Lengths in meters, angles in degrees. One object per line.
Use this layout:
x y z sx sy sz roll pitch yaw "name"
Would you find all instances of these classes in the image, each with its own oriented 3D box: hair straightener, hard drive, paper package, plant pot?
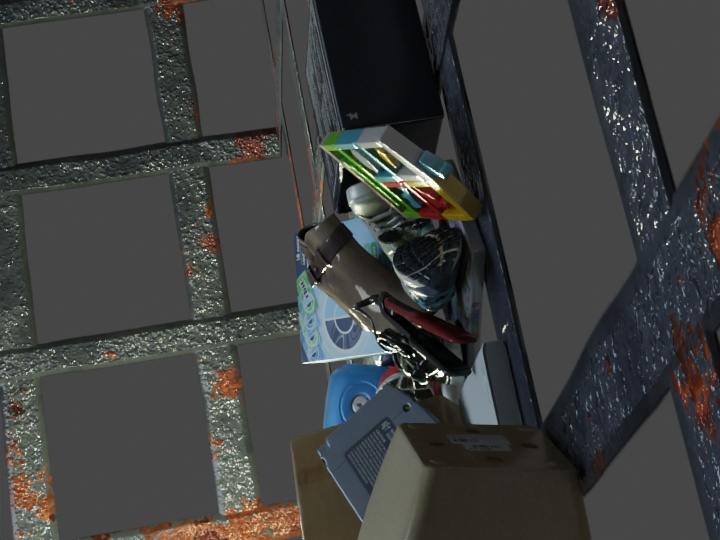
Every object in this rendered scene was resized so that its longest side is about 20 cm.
0.050 0.078 1.613 0.199 0.041 0.078 25 111 50 "hair straightener"
0.136 0.165 1.567 0.200 0.026 0.133 99 161 -71 "hard drive"
0.038 0.257 1.693 0.103 0.198 0.193 41 -145 -56 "paper package"
0.101 0.237 1.321 0.200 0.197 0.180 -127 40 -76 "plant pot"

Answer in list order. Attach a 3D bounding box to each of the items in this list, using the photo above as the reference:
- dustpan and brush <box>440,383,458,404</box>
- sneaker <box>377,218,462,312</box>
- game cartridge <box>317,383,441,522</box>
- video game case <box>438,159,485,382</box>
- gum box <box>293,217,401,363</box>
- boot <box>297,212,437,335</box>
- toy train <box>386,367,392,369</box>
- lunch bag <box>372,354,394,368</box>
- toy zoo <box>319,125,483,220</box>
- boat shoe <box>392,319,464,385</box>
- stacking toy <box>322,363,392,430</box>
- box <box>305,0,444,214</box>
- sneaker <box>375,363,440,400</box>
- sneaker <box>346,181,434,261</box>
0.108 0.210 1.792 0.139 0.057 0.202 148 107 -70 "dustpan and brush"
0.078 0.002 1.591 0.200 0.077 0.087 -115 0 -76 "sneaker"
0.051 0.224 1.615 0.201 0.133 0.042 53 -177 35 "game cartridge"
0.107 0.002 1.635 0.201 0.018 0.144 88 170 -45 "video game case"
-0.007 0.023 1.892 0.199 0.044 0.172 -11 82 53 "gum box"
0.000 0.000 1.745 0.147 0.070 0.199 56 151 -12 "boot"
0.029 0.240 2.182 0.087 0.113 0.202 99 161 -67 "toy train"
0.045 0.040 1.984 0.200 0.075 0.162 101 157 -68 "lunch bag"
0.045 -0.098 1.538 0.131 0.021 0.200 39 169 -20 "toy zoo"
0.074 0.097 1.691 0.200 0.063 0.072 141 120 -82 "boat shoe"
0.040 0.197 2.055 0.200 0.115 0.111 29 -113 -62 "stacking toy"
0.012 -0.203 1.727 0.199 0.122 0.202 96 163 -66 "box"
0.061 0.135 1.879 0.200 0.076 0.086 63 -154 -72 "sneaker"
0.047 -0.051 1.718 0.200 0.072 0.086 27 -134 -64 "sneaker"
